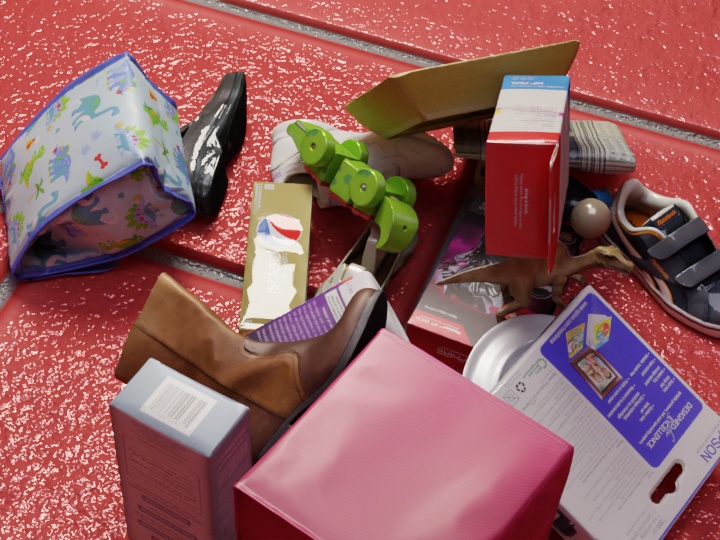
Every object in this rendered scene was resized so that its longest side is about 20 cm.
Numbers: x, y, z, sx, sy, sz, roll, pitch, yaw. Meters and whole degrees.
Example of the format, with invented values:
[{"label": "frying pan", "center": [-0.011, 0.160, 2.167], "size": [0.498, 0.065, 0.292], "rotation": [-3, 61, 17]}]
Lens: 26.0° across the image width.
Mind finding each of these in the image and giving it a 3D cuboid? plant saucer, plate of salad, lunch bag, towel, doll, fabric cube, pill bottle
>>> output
[{"label": "plant saucer", "center": [0.103, -0.177, 1.583], "size": [0.199, 0.200, 0.049], "rotation": [-12, 90, -15]}, {"label": "plate of salad", "center": [0.179, 0.137, 1.451], "size": [0.199, 0.048, 0.201], "rotation": [10, 62, -19]}, {"label": "lunch bag", "center": [-0.280, -0.094, 1.598], "size": [0.199, 0.127, 0.170], "rotation": [-27, 48, 12]}, {"label": "towel", "center": [0.192, -0.134, 1.668], "size": [0.192, 0.035, 0.200], "rotation": [4, 16, 3]}, {"label": "doll", "center": [0.197, -0.079, 1.597], "size": [0.136, 0.049, 0.200], "rotation": [4, 16, -24]}, {"label": "fabric cube", "center": [0.031, 0.213, 1.287], "size": [0.196, 0.200, 0.199], "rotation": [30, 55, 20]}, {"label": "pill bottle", "center": [-0.054, 0.093, 1.420], "size": [0.199, 0.112, 0.112], "rotation": [-28, 52, 2]}]

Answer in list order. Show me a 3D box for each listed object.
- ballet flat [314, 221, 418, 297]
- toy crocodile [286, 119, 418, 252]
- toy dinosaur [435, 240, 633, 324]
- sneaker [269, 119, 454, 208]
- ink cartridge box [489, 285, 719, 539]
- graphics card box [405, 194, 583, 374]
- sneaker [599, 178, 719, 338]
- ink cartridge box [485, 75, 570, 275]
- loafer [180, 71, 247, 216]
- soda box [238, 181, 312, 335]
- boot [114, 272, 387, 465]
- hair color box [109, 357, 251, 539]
[{"label": "ballet flat", "center": [0.000, 0.000, 1.568], "size": [0.067, 0.062, 0.200], "rotation": [19, 50, 13]}, {"label": "toy crocodile", "center": [-0.009, -0.091, 1.577], "size": [0.067, 0.062, 0.200], "rotation": [9, 26, -51]}, {"label": "toy dinosaur", "center": [0.154, 0.006, 1.479], "size": [0.199, 0.101, 0.058], "rotation": [-7, 52, -13]}, {"label": "sneaker", "center": [0.000, -0.105, 1.670], "size": [0.199, 0.075, 0.100], "rotation": [3, 61, 5]}, {"label": "ink cartridge box", "center": [0.217, 0.146, 1.408], "size": [0.200, 0.043, 0.198], "rotation": [45, 57, 4]}, {"label": "graphics card box", "center": [0.136, 0.020, 1.567], "size": [0.125, 0.051, 0.200], "rotation": [20, 49, 13]}, {"label": "sneaker", "center": [0.325, -0.014, 1.592], "size": [0.078, 0.080, 0.200], "rotation": [-32, 59, -29]}, {"label": "ink cartridge box", "center": [0.154, -0.090, 1.435], "size": [0.067, 0.117, 0.200], "rotation": [3, 28, 11]}, {"label": "loafer", "center": [-0.169, -0.145, 1.685], "size": [0.072, 0.073, 0.200], "rotation": [7, 47, 9]}, {"label": "soda box", "center": [-0.084, 0.005, 1.554], "size": [0.064, 0.068, 0.201], "rotation": [3, 48, -2]}, {"label": "boot", "center": [-0.094, 0.059, 1.354], "size": [0.200, 0.068, 0.189], "rotation": [31, 98, 20]}, {"label": "hair color box", "center": [-0.147, 0.173, 1.310], "size": [0.099, 0.200, 0.061], "rotation": [25, 52, 19]}]
